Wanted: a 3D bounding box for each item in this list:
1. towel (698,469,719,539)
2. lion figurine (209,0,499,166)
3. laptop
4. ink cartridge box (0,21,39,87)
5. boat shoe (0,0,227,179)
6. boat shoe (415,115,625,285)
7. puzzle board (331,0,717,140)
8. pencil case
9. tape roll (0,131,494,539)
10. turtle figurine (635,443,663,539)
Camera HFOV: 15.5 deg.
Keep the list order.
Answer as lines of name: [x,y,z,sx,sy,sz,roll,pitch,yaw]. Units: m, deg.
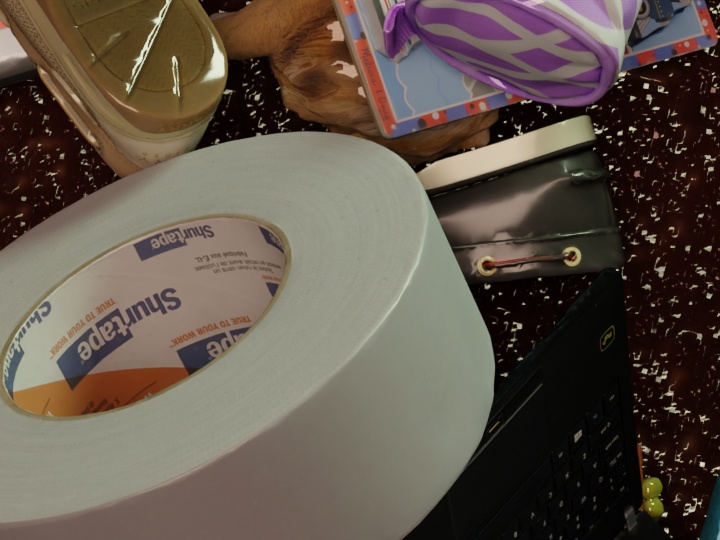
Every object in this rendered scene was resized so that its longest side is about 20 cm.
towel: [0.189,0.036,0.932,0.022,0.146,0.201,19,91,46]
lion figurine: [-0.018,-0.135,0.989,0.122,0.072,0.202,-9,95,23]
laptop: [0.079,0.138,0.889,0.103,0.201,0.177,26,55,31]
ink cartridge box: [-0.210,-0.157,1.035,0.161,0.050,0.202,-15,90,8]
boat shoe: [-0.116,-0.119,0.970,0.071,0.065,0.201,-18,67,-23]
boat shoe: [-0.001,0.000,0.986,0.200,0.074,0.064,-16,89,10]
puzzle board: [0.040,-0.161,0.970,0.150,0.017,0.201,-17,85,-28]
pencil case: [0.080,-0.157,0.934,0.085,0.084,0.201,17,68,11]
tape roll: [-0.058,0.039,0.864,0.199,0.201,0.066,-23,119,8]
turtle figurine: [0.044,0.146,0.969,0.199,0.064,0.162,-29,93,-30]
